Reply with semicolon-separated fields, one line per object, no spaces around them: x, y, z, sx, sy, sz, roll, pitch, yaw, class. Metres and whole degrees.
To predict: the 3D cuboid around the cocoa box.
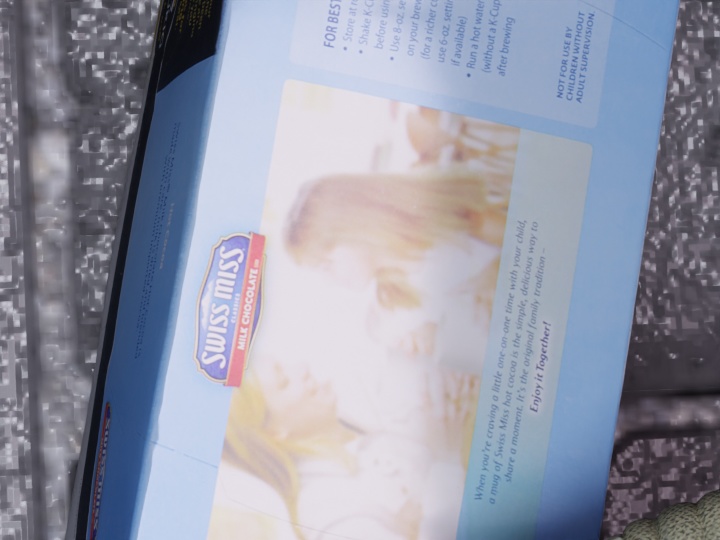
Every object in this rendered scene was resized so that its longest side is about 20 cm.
0.000;0.000;0.725;0.133;0.131;0.201;11;82;-13;cocoa box

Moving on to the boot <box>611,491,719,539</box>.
0.057;0.156;0.649;0.154;0.072;0.201;-17;116;6;boot
